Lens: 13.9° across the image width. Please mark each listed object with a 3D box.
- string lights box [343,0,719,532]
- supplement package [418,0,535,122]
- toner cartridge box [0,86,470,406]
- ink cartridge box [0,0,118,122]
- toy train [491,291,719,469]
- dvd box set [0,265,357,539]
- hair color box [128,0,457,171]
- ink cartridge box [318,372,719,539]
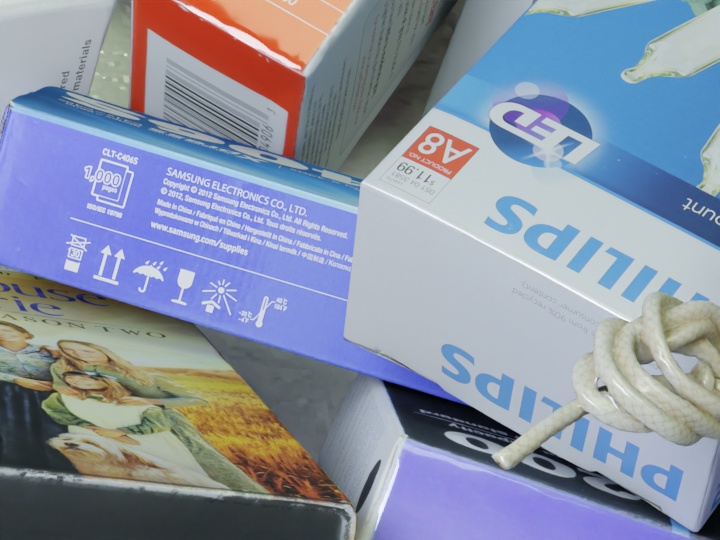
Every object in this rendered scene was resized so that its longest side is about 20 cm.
[{"bbox_3d":[0.092,-0.037,0.744,0.103,0.059,0.200,28,50,18],"label":"string lights box"},{"bbox_3d":[0.140,-0.099,0.917,0.152,0.200,0.151,35,40,17],"label":"supplement package"},{"bbox_3d":[0.000,0.000,0.796,0.199,0.043,0.095,17,7,-2],"label":"toner cartridge box"},{"bbox_3d":[-0.193,-0.079,0.836,0.199,0.085,0.146,-11,48,-36],"label":"ink cartridge box"},{"bbox_3d":[0.134,0.010,0.618,0.115,0.085,0.200,-7,11,45],"label":"toy train"},{"bbox_3d":[-0.097,0.032,0.719,0.146,0.030,0.200,8,12,-18],"label":"dvd box set"},{"bbox_3d":[0.007,-0.118,0.892,0.064,0.111,0.200,31,65,10],"label":"hair color box"},{"bbox_3d":[0.091,0.081,0.735,0.197,0.044,0.200,19,8,-6],"label":"ink cartridge box"}]
